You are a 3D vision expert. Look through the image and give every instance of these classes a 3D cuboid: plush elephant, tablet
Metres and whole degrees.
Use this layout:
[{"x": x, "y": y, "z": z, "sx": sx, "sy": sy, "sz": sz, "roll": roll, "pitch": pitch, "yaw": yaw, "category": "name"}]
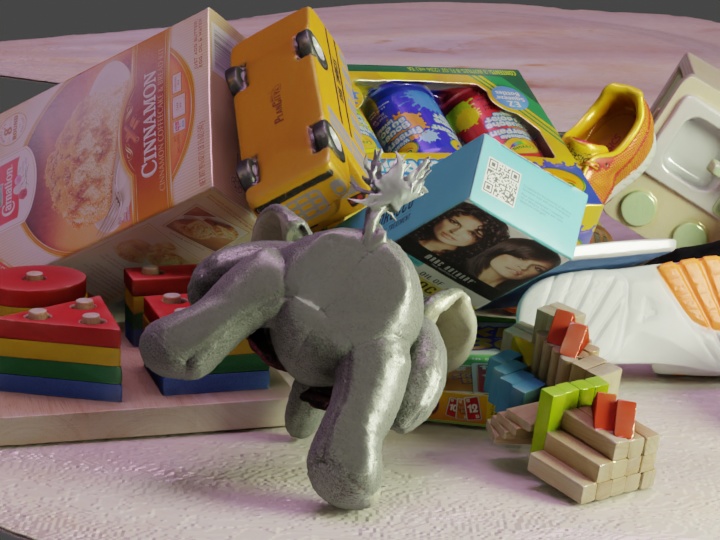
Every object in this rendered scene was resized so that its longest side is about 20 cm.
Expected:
[{"x": -0.015, "y": 0.036, "z": 1.367, "sx": 0.164, "sy": 0.201, "sz": 0.155, "roll": 28, "pitch": -15, "yaw": 12, "category": "plush elephant"}, {"x": 0.106, "y": 0.006, "z": 1.553, "sx": 0.130, "sy": 0.014, "sz": 0.200, "roll": -6, "pitch": -9, "yaw": -30, "category": "tablet"}]

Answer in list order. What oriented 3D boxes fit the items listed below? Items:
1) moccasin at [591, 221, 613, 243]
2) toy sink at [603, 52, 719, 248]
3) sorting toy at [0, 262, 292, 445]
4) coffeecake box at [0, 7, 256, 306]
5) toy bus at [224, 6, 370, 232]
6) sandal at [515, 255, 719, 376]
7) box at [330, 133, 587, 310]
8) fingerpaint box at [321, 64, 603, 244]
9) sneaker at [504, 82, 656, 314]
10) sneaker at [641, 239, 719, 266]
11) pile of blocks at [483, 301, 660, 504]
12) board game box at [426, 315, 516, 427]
[{"x": 0.103, "y": -0.036, "z": 1.823, "sx": 0.200, "sy": 0.074, "sz": 0.078, "roll": 6, "pitch": 7, "yaw": 27, "category": "moccasin"}, {"x": 0.267, "y": -0.081, "z": 1.820, "sx": 0.112, "sy": 0.131, "sz": 0.200, "roll": 31, "pitch": 15, "yaw": -3, "category": "toy sink"}, {"x": -0.158, "y": 0.044, "z": 1.488, "sx": 0.198, "sy": 0.070, "sz": 0.200, "roll": -3, "pitch": 15, "yaw": -15, "category": "sorting toy"}, {"x": -0.161, "y": -0.068, "z": 1.603, "sx": 0.199, "sy": 0.154, "sz": 0.073, "roll": -23, "pitch": -38, "yaw": 27, "category": "coffeecake box"}, {"x": -0.040, "y": -0.092, "z": 1.501, "sx": 0.065, "sy": 0.078, "sz": 0.200, "roll": -26, "pitch": 37, "yaw": 12, "category": "toy bus"}, {"x": 0.195, "y": 0.030, "z": 1.542, "sx": 0.206, "sy": 0.080, "sz": 0.059, "roll": 2, "pitch": -7, "yaw": -15, "category": "sandal"}, {"x": 0.047, "y": -0.012, "z": 1.441, "sx": 0.082, "sy": 0.049, "sz": 0.200, "roll": 29, "pitch": -32, "yaw": -22, "category": "box"}, {"x": 0.046, "y": -0.072, "z": 1.637, "sx": 0.199, "sy": 0.074, "sz": 0.167, "roll": 0, "pitch": 40, "yaw": -24, "category": "fingerpaint box"}, {"x": 0.151, "y": -0.057, "z": 1.722, "sx": 0.073, "sy": 0.077, "sz": 0.200, "roll": 19, "pitch": 66, "yaw": 30, "category": "sneaker"}, {"x": 0.277, "y": 0.023, "z": 1.618, "sx": 0.201, "sy": 0.108, "sz": 0.067, "roll": -29, "pitch": 34, "yaw": 25, "category": "sneaker"}, {"x": 0.115, "y": 0.064, "z": 1.375, "sx": 0.082, "sy": 0.062, "sz": 0.200, "roll": 2, "pitch": 22, "yaw": -16, "category": "pile of blocks"}, {"x": 0.077, "y": 0.062, "z": 1.526, "sx": 0.095, "sy": 0.030, "sz": 0.200, "roll": 5, "pitch": 12, "yaw": 16, "category": "board game box"}]
